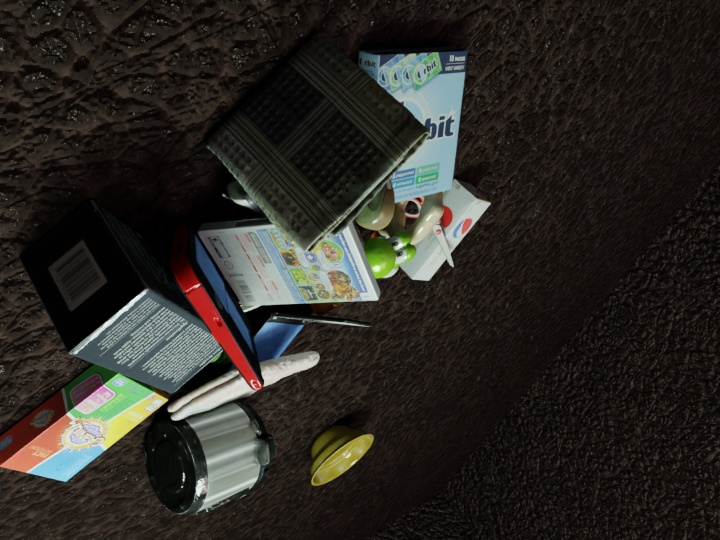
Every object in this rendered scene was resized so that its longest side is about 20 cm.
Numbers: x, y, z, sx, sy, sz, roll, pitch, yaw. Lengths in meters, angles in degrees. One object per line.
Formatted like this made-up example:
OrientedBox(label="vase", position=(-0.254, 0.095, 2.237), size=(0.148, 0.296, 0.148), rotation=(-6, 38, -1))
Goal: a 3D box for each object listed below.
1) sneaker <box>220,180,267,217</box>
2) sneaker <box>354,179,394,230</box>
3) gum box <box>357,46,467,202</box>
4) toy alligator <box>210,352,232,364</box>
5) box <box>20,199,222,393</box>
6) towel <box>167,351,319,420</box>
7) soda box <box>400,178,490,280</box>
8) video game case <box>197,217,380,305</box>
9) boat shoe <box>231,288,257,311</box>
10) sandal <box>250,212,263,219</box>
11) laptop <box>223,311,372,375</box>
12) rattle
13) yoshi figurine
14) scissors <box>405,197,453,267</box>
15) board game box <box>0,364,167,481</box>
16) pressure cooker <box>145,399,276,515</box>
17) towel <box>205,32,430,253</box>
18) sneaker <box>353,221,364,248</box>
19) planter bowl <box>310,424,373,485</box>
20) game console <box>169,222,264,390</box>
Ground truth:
OrientedBox(label="sneaker", position=(-0.114, -0.074, 0.837), size=(0.129, 0.079, 0.200), rotation=(-8, 114, -26))
OrientedBox(label="sneaker", position=(-0.027, -0.144, 0.784), size=(0.067, 0.201, 0.090), rotation=(-31, 153, 33))
OrientedBox(label="gum box", position=(0.066, -0.198, 0.899), size=(0.170, 0.045, 0.200), rotation=(-18, 123, -38))
OrientedBox(label="toy alligator", position=(-0.221, 0.131, 1.068), size=(0.059, 0.054, 0.200), rotation=(-44, 153, 5))
OrientedBox(label="box", position=(-0.266, 0.038, 0.771), size=(0.107, 0.148, 0.200), rotation=(-40, 153, -2))
OrientedBox(label="towel", position=(-0.193, 0.190, 1.101), size=(0.191, 0.032, 0.200), rotation=(-30, 168, 29))
OrientedBox(label="soda box", position=(0.154, -0.075, 1.250), size=(0.068, 0.064, 0.200), rotation=(4, 128, -55))
OrientedBox(label="video game case", position=(-0.088, -0.010, 0.827), size=(0.018, 0.199, 0.143), rotation=(-73, 152, -42))
OrientedBox(label="boat shoe", position=(-0.127, 0.005, 0.939), size=(0.201, 0.072, 0.061), rotation=(-29, 166, 16))
OrientedBox(label="sandal", position=(-0.069, -0.090, 0.943), size=(0.200, 0.055, 0.082), rotation=(-18, 144, -39))
OrientedBox(label="laptop", position=(-0.101, 0.134, 1.121), size=(0.187, 0.199, 0.116), rotation=(24, 70, -75))
OrientedBox(label="rattle", position=(0.032, -0.093, 1.064), size=(0.143, 0.131, 0.200), rotation=(2, 157, -40))
OrientedBox(label="yoshi figurine", position=(-0.010, -0.004, 1.031), size=(0.200, 0.112, 0.112), rotation=(-28, 120, 31))
OrientedBox(label="scissors", position=(0.141, -0.083, 1.180), size=(0.073, 0.014, 0.200), rotation=(-41, 124, 8))
OrientedBox(label="board game box", position=(-0.408, 0.222, 0.971), size=(0.200, 0.040, 0.153), rotation=(-39, 153, -6))
OrientedBox(label="pressure cooker", position=(-0.256, 0.323, 1.171), size=(0.200, 0.176, 0.179), rotation=(-8, 136, -49))
OrientedBox(label="towel", position=(-0.051, -0.142, 0.733), size=(0.193, 0.200, 0.035), rotation=(-44, 159, 2))
OrientedBox(label="sneaker", position=(-0.081, -0.004, 0.986), size=(0.200, 0.076, 0.070), rotation=(-35, 161, 25))
OrientedBox(label="planter bowl", position=(-0.068, 0.469, 1.730), size=(0.200, 0.083, 0.201), rotation=(-32, 152, -19))
OrientedBox(label="game console", position=(-0.171, 0.035, 0.794), size=(0.031, 0.200, 0.177), rotation=(-32, 112, -3))
